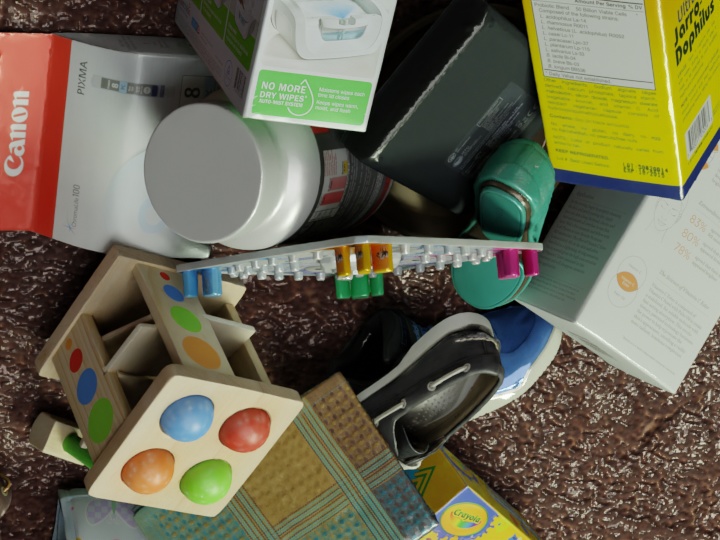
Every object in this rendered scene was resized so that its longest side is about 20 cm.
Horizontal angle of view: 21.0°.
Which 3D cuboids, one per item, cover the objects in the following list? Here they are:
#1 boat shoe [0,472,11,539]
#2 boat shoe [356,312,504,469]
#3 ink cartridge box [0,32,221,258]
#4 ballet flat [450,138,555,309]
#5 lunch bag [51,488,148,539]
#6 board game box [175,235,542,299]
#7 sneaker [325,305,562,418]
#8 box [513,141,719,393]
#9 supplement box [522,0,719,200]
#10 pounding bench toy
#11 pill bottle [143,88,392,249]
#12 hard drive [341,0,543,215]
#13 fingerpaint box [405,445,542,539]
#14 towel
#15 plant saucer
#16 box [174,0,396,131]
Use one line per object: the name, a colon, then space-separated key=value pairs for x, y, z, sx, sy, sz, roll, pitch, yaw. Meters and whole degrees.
boat shoe: x=-0.310 y=0.178 z=1.517 sx=0.072 sy=0.072 sz=0.202 roll=-25 pitch=114 yaw=-41
boat shoe: x=0.040 y=0.118 z=1.514 sx=0.074 sy=0.061 sz=0.200 roll=24 pitch=122 yaw=-38
ink cartridge box: x=-0.199 y=-0.091 z=1.423 sx=0.198 sy=0.047 sz=0.162 roll=0 pitch=116 yaw=-22
ballet flat: x=0.116 y=-0.038 z=1.496 sx=0.071 sy=0.067 sz=0.200 roll=-55 pitch=169 yaw=-24
lunch bag: x=-0.163 y=0.273 z=1.571 sx=0.168 sy=0.127 sz=0.202 roll=-2 pitch=92 yaw=-17
board game box: x=0.000 y=0.000 z=1.426 sx=0.199 sy=0.199 sz=0.026 roll=2 pitch=83 yaw=-46
sneaker: x=0.064 y=0.066 z=1.575 sx=0.199 sy=0.077 sz=0.112 roll=-30 pitch=131 yaw=4
box: x=0.235 y=-0.026 z=1.550 sx=0.124 sy=0.097 sz=0.201 roll=33 pitch=86 yaw=-29
supplement box: x=0.194 y=-0.168 z=1.403 sx=0.110 sy=0.108 sz=0.201 roll=-53 pitch=142 yaw=-39
pounding bench toy: x=-0.162 y=0.116 z=1.457 sx=0.124 sy=0.157 sz=0.200 roll=15 pitch=123 yaw=-40
pill bottle: x=-0.063 y=-0.076 z=1.382 sx=0.200 sy=0.115 sz=0.117 roll=-16 pitch=133 yaw=-64
hard drive: x=0.076 y=-0.117 z=1.418 sx=0.140 sy=0.033 sz=0.200 roll=-50 pitch=157 yaw=8
fingerpaint box: x=0.054 y=0.248 z=1.630 sx=0.167 sy=0.073 sz=0.200 roll=-41 pitch=141 yaw=3
towel: x=-0.058 y=0.191 z=1.500 sx=0.199 sy=0.022 sz=0.147 roll=-34 pitch=87 yaw=7
plant saucer: x=0.079 y=-0.116 z=1.519 sx=0.198 sy=0.030 sz=0.202 roll=-8 pitch=118 yaw=-15
box: x=-0.050 y=-0.216 z=1.325 sx=0.096 sy=0.200 sz=0.178 roll=5 pitch=113 yaw=-22
